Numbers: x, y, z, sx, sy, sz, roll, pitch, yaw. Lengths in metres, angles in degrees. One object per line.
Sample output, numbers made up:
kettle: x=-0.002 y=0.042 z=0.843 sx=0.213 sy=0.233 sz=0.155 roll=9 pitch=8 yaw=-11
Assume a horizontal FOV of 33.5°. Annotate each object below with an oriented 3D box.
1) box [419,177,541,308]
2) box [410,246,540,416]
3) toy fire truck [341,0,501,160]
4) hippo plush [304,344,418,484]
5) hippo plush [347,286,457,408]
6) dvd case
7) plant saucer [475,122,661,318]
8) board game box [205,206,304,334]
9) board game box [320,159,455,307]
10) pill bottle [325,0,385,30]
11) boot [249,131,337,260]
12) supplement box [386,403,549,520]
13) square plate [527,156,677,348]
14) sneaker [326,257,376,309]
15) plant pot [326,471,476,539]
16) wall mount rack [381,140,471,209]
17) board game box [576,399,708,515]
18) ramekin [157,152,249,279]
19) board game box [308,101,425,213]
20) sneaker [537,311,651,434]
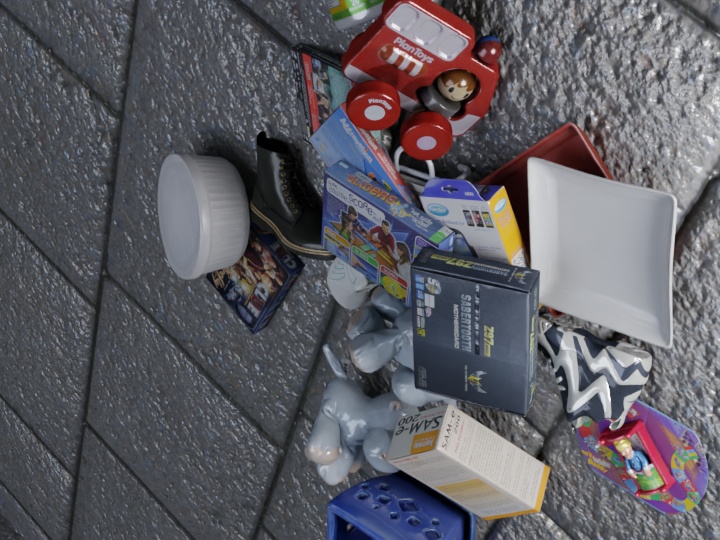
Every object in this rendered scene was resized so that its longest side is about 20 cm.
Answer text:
box: x=0.150 y=-0.036 z=1.513 sx=0.118 sy=0.041 sz=0.202 roll=9 pitch=129 yaw=46
box: x=0.143 y=0.078 z=1.501 sx=0.156 sy=0.051 sz=0.202 roll=12 pitch=129 yaw=21
toy fire truck: x=0.080 y=-0.239 z=1.436 sx=0.198 sy=0.113 sz=0.168 roll=25 pitch=138 yaw=-27
hippo plush: x=0.022 y=0.241 z=1.866 sx=0.159 sy=0.203 sz=0.159 roll=4 pitch=161 yaw=26
hippo plush: x=0.094 y=0.105 z=1.699 sx=0.198 sy=0.160 sz=0.161 roll=-17 pitch=127 yaw=29
dvd case: x=-0.033 y=-0.218 z=1.640 sx=0.200 sy=0.022 sz=0.148 roll=36 pitch=141 yaw=51
plant saucer: x=0.255 y=-0.062 z=1.460 sx=0.201 sy=0.037 sz=0.199 roll=58 pitch=143 yaw=1
board game box: x=-0.178 y=0.002 z=1.985 sx=0.136 sy=0.034 sz=0.200 roll=49 pitch=142 yaw=11
board game box: x=0.031 y=-0.041 z=1.577 sx=0.199 sy=0.034 sz=0.137 roll=35 pitch=141 yaw=27
pill bottle: x=-0.015 y=-0.406 z=1.455 sx=0.110 sy=0.111 sz=0.202 roll=-7 pitch=110 yaw=50
boot: x=-0.095 y=-0.110 z=1.788 sx=0.199 sy=0.077 sz=0.140 roll=27 pitch=129 yaw=32
supplement box: x=0.154 y=0.275 z=1.707 sx=0.199 sy=0.074 sz=0.126 roll=34 pitch=149 yaw=-23
square plate: x=0.284 y=-0.025 z=1.401 sx=0.197 sy=0.028 sz=0.202 roll=21 pitch=129 yaw=39
sneaker: x=0.000 y=0.000 z=1.735 sx=0.081 sy=0.070 sz=0.202 roll=56 pitch=154 yaw=31
plant pot: x=0.074 y=0.433 z=1.889 sx=0.199 sy=0.179 sz=0.202 roll=27 pitch=133 yaw=33
wall mount rack: x=0.067 y=-0.099 z=1.618 sx=0.172 sy=0.074 sz=0.202 roll=23 pitch=131 yaw=32
board game box: x=0.353 y=0.244 z=1.560 sx=0.199 sy=0.039 sz=0.160 roll=30 pitch=135 yaw=32
ramekin: x=-0.248 y=-0.090 z=1.907 sx=0.202 sy=0.093 sz=0.206 roll=25 pitch=118 yaw=59
board game box: x=0.013 y=-0.118 z=1.584 sx=0.201 sy=0.019 sz=0.103 roll=55 pitch=147 yaw=0
sneaker: x=0.264 y=0.136 z=1.524 sx=0.197 sy=0.079 sz=0.131 roll=20 pitch=102 yaw=26
